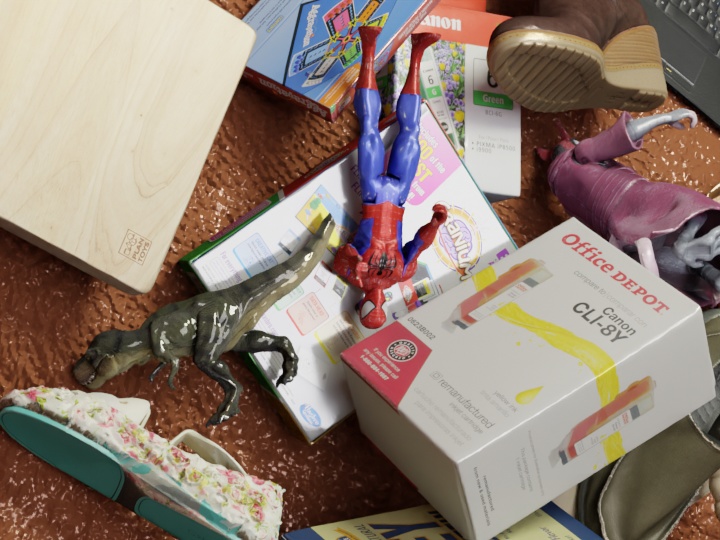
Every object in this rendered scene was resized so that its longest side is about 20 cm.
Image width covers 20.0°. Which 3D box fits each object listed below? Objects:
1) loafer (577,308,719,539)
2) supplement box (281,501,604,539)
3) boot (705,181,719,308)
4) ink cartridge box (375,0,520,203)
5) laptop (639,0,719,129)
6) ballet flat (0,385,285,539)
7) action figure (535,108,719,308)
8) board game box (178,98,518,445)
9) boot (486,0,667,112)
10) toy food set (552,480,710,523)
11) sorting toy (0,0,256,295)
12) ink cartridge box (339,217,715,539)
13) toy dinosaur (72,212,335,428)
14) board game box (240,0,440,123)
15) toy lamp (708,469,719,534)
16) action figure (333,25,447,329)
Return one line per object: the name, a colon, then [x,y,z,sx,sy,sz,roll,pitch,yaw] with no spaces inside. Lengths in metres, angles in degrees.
loafer: [0.221,0.118,1.433,0.075,0.070,0.200,29,87,-18]
supplement box: [0.057,0.270,1.326,0.200,0.134,0.200,-8,113,-30]
boot: [0.291,0.020,1.583,0.200,0.074,0.155,-43,106,-40]
ink cartridge box: [0.060,-0.153,1.484,0.109,0.050,0.200,6,81,-29]
laptop: [0.313,-0.230,1.612,0.177,0.103,0.200,36,67,-20]
ballet flat: [-0.136,0.122,1.309,0.200,0.076,0.064,33,55,-5]
action figure: [0.190,-0.039,1.484,0.149,0.200,0.134,-29,138,-29]
board game box: [0.000,0.000,1.400,0.200,0.040,0.153,-35,101,-12]
boot: [0.137,-0.199,1.492,0.200,0.072,0.167,7,54,-48]
toy food set: [0.175,0.126,1.508,0.200,0.060,0.144,-26,101,-38]
sorting toy: [-0.197,-0.112,1.319,0.199,0.070,0.200,30,69,-23]
ink cartridge box: [0.111,0.068,1.346,0.200,0.145,0.083,-30,130,-18]
toy dinosaur: [-0.086,0.046,1.335,0.200,0.047,0.088,-28,93,-11]
board game box: [-0.003,-0.194,1.436,0.103,0.019,0.200,28,62,24]
toy lamp: [0.275,0.181,1.507,0.058,0.058,0.200,-20,98,-31]
action figure: [0.022,-0.059,1.335,0.065,0.099,0.200,5,94,-15]
